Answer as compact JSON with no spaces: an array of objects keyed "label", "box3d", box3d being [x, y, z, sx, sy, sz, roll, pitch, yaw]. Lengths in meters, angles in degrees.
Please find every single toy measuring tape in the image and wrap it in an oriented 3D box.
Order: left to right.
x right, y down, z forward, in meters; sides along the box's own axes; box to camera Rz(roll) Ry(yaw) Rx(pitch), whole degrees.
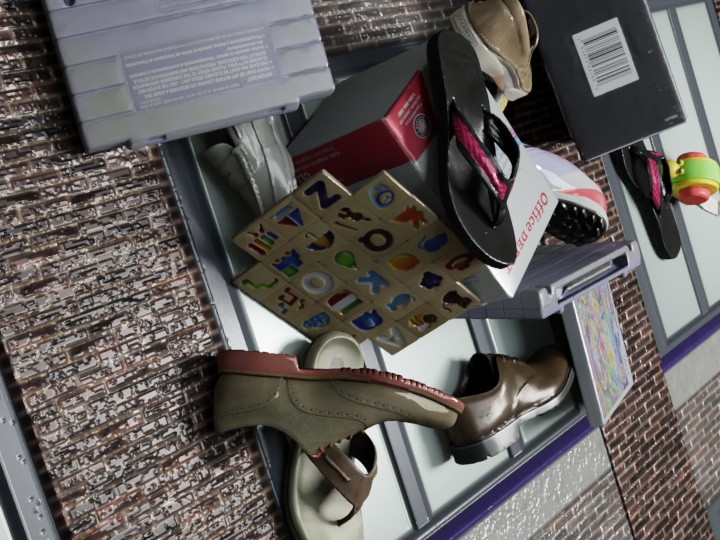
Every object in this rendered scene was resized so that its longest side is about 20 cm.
[{"label":"toy measuring tape","box3d":[0.483,-0.117,1.436,0.200,0.073,0.074,18,67,-41]}]

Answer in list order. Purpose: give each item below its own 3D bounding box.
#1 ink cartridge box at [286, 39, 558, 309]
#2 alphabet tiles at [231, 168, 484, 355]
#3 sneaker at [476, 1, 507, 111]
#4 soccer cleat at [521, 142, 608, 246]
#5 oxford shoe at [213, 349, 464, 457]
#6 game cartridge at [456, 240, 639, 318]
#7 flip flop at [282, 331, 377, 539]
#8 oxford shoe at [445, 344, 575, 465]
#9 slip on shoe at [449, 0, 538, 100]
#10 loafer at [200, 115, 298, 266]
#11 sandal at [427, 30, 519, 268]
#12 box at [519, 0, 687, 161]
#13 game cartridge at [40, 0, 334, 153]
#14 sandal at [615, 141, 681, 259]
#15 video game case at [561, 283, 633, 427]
[{"label":"ink cartridge box","box3d":[0.055,-0.077,0.930,0.200,0.144,0.145,53,46,-21]},{"label":"alphabet tiles","box3d":[0.000,0.000,0.851,0.200,0.166,0.006,37,30,-33]},{"label":"sneaker","box3d":[0.112,-0.204,1.087,0.088,0.076,0.200,39,49,-15]},{"label":"soccer cleat","box3d":[0.162,-0.098,1.031,0.199,0.068,0.073,28,45,-16]},{"label":"oxford shoe","box3d":[-0.019,0.113,0.818,0.199,0.070,0.075,8,78,1]},{"label":"game cartridge","box3d":[0.178,0.010,1.037,0.200,0.129,0.039,-22,100,-46]},{"label":"flip flop","box3d":[-0.015,0.151,0.863,0.081,0.057,0.201,14,76,-43]},{"label":"oxford shoe","box3d":[0.153,0.112,1.039,0.200,0.073,0.085,-29,99,-46]},{"label":"slip on shoe","box3d":[0.140,-0.214,0.970,0.076,0.060,0.200,64,18,14]},{"label":"loafer","box3d":[-0.096,-0.098,0.849,0.070,0.070,0.201,-15,94,-11]},{"label":"sandal","box3d":[0.096,-0.102,0.828,0.075,0.045,0.201,0,78,-49]},{"label":"box","box3d":[0.262,-0.246,1.146,0.198,0.123,0.201,-63,131,-75]},{"label":"game cartridge","box3d":[-0.129,-0.170,0.788,0.199,0.038,0.130,-16,96,-18]},{"label":"sandal","box3d":[0.390,-0.109,1.355,0.075,0.045,0.200,-42,111,-42]},{"label":"video game case","box3d":[0.267,0.081,1.156,0.200,0.018,0.144,-16,92,-66]}]
